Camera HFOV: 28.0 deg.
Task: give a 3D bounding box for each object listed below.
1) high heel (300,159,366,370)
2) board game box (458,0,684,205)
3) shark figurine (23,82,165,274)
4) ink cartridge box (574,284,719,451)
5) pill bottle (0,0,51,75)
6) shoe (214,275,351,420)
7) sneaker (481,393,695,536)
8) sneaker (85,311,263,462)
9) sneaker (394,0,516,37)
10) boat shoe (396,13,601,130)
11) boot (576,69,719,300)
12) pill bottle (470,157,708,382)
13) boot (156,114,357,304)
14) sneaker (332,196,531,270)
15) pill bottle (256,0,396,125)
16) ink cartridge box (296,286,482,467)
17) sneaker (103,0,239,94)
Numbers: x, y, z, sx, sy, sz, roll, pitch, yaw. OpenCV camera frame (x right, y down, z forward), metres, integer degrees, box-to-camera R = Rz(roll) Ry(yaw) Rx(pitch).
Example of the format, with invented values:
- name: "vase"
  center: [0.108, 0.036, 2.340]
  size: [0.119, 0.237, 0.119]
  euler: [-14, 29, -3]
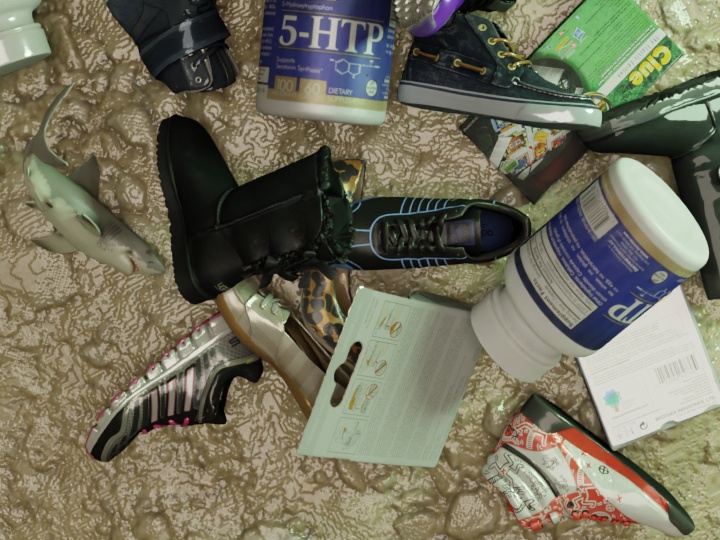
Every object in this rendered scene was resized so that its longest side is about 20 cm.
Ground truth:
- name: "high heel"
  center: [0.000, 0.000, 1.363]
  size: [0.142, 0.071, 0.200]
  euler: [-42, 90, 6]
- name: "board game box"
  center: [0.198, -0.169, 1.364]
  size: [0.105, 0.023, 0.200]
  euler: [45, 95, -3]
- name: "shark figurine"
  center: [-0.267, -0.085, 1.343]
  size: [0.127, 0.215, 0.090]
  euler: [7, 56, 28]
- name: "ink cartridge box"
  center: [0.258, 0.056, 1.380]
  size: [0.119, 0.042, 0.201]
  euler: [-22, 96, 4]
- name: "pill bottle"
  center: [-0.355, -0.279, 1.313]
  size: [0.111, 0.111, 0.201]
  euler: [-19, 97, 3]
- name: "shoe"
  center: [-0.069, 0.063, 1.370]
  size: [0.053, 0.070, 0.200]
  euler: [-31, 105, 23]
- name: "sneaker"
  center: [0.214, 0.219, 1.390]
  size: [0.201, 0.067, 0.108]
  euler: [37, 97, 0]
- name: "sneaker"
  center: [-0.172, 0.126, 1.378]
  size: [0.200, 0.074, 0.088]
  euler: [-41, 89, 0]
- name: "sneaker"
  center: [0.100, -0.261, 1.286]
  size: [0.099, 0.201, 0.069]
  euler: [43, 136, -23]
- name: "boat shoe"
  center: [0.128, -0.183, 1.311]
  size: [0.199, 0.071, 0.092]
  euler: [13, 94, 26]
- name: "boot"
  center: [0.304, -0.067, 1.343]
  size: [0.164, 0.066, 0.201]
  euler: [-20, 101, -9]
- name: "pill bottle"
  center: [0.198, 0.006, 1.290]
  size: [0.120, 0.120, 0.200]
  euler: [45, 116, -4]
- name: "boot"
  center: [-0.096, -0.071, 1.310]
  size: [0.162, 0.073, 0.199]
  euler: [-18, 66, 19]
- name: "sneaker"
  center: [0.060, -0.037, 1.327]
  size: [0.199, 0.078, 0.071]
  euler: [-7, 92, -18]
- name: "pill bottle"
  center: [-0.027, -0.237, 1.303]
  size: [0.119, 0.120, 0.201]
  euler: [5, 97, 0]
- name: "ink cartridge box"
  center: [0.023, 0.096, 1.325]
  size: [0.199, 0.050, 0.163]
  euler: [14, 100, -46]
- name: "sneaker"
  center: [-0.131, -0.247, 1.309]
  size: [0.202, 0.077, 0.147]
  euler: [-30, 90, 32]
